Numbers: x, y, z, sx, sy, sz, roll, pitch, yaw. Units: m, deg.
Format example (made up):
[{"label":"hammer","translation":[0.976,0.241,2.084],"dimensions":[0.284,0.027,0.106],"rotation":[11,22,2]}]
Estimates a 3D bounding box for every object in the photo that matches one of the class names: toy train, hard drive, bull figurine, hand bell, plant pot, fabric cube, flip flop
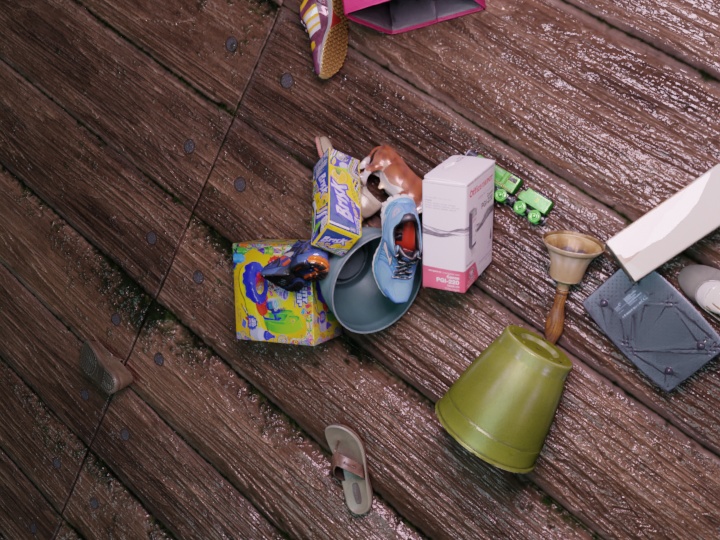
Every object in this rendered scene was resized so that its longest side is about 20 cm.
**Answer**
[{"label":"toy train","translation":[0.255,-0.152,1.267],"dimensions":[0.200,0.042,0.057],"rotation":[37,102,20]},{"label":"hard drive","translation":[0.483,0.086,1.171],"dimensions":[0.200,0.042,0.135],"rotation":[49,116,16]},{"label":"bull figurine","translation":[0.074,-0.152,1.335],"dimensions":[0.200,0.121,0.065],"rotation":[50,159,23]},{"label":"hand bell","translation":[0.350,0.042,1.228],"dimensions":[0.104,0.104,0.201],"rotation":[17,117,26]},{"label":"plant pot","translation":[0.000,0.000,1.353],"dimensions":[0.134,0.200,0.201],"rotation":[38,115,48]},{"label":"plant pot","translation":[0.263,0.207,1.225],"dimensions":[0.200,0.200,0.193],"rotation":[34,107,20]},{"label":"fabric cube","translation":[0.084,-0.544,1.218],"dimensions":[0.199,0.196,0.200],"rotation":[-6,94,29]},{"label":"flip flop","translation":[-0.028,0.418,1.482],"dimensions":[0.081,0.058,0.201],"rotation":[-13,90,29]}]

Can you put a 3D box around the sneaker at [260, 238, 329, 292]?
[{"label":"sneaker","translation":[-0.115,-0.014,1.323],"dimensions":[0.200,0.075,0.079],"rotation":[-15,48,48]}]

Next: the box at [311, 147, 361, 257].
[{"label":"box","translation":[-0.043,-0.125,1.275],"dimensions":[0.064,0.070,0.201],"rotation":[-47,32,41]}]

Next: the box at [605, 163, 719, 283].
[{"label":"box","translation":[0.487,-0.068,1.098],"dimensions":[0.200,0.095,0.078],"rotation":[-37,76,12]}]

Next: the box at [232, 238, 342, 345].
[{"label":"box","translation":[-0.149,0.039,1.463],"dimensions":[0.192,0.122,0.201],"rotation":[1,97,27]}]

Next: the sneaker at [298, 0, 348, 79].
[{"label":"sneaker","translation":[-0.077,-0.477,1.391],"dimensions":[0.090,0.075,0.201],"rotation":[11,95,35]}]

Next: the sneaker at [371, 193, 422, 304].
[{"label":"sneaker","translation":[0.066,-0.026,1.226],"dimensions":[0.078,0.090,0.201],"rotation":[-6,118,-10]}]

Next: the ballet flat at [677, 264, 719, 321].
[{"label":"ballet flat","translation":[0.585,0.060,1.101],"dimensions":[0.200,0.064,0.068],"rotation":[41,113,18]}]

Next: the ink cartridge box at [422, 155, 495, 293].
[{"label":"ink cartridge box","translation":[0.171,-0.083,1.231],"dimensions":[0.084,0.146,0.201],"rotation":[10,119,27]}]

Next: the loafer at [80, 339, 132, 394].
[{"label":"loafer","translation":[-0.644,0.244,1.791],"dimensions":[0.200,0.067,0.076],"rotation":[39,110,36]}]

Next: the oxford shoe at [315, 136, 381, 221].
[{"label":"oxford shoe","translation":[-0.025,-0.189,1.409],"dimensions":[0.074,0.071,0.201],"rotation":[-29,81,2]}]
